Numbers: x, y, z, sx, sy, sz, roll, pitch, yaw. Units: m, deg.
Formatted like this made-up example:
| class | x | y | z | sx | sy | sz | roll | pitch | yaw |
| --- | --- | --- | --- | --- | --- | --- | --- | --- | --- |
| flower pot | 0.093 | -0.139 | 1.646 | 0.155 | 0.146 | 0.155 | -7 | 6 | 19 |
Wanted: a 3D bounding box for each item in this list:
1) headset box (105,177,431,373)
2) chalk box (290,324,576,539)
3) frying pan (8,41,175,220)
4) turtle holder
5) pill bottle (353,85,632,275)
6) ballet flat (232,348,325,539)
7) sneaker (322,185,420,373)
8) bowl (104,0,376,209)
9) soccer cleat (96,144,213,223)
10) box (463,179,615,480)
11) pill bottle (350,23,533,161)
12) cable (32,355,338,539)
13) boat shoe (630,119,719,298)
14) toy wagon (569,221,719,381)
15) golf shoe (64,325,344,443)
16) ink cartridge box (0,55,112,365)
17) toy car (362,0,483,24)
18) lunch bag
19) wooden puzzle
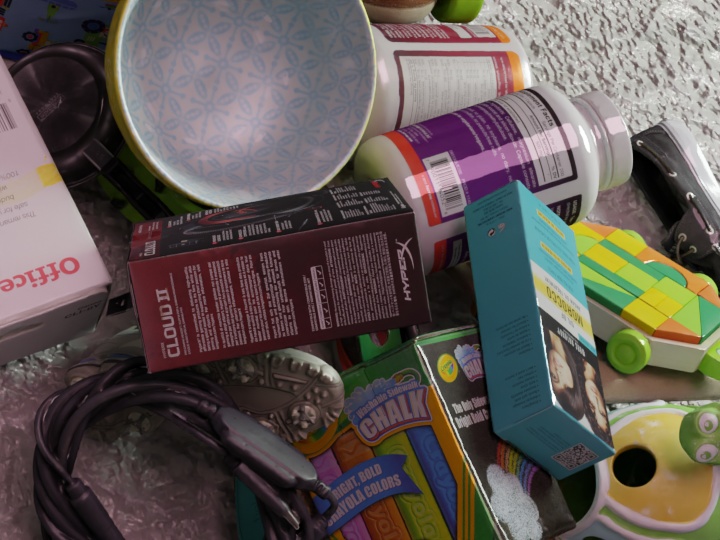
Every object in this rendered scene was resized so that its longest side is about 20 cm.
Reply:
| class | x | y | z | sx | sy | sz | roll | pitch | yaw |
| --- | --- | --- | --- | --- | --- | --- | --- | --- | --- |
| headset box | -0.065 | 0.001 | 1.139 | 0.200 | 0.149 | 0.075 | -10 | 102 | -4 |
| chalk box | 0.036 | 0.114 | 1.206 | 0.125 | 0.124 | 0.200 | -5 | 68 | -61 |
| frying pan | -0.206 | -0.082 | 1.263 | 0.115 | 0.031 | 0.190 | -24 | 69 | 4 |
| turtle holder | 0.214 | 0.162 | 1.275 | 0.132 | 0.185 | 0.141 | 10 | 85 | -27 |
| pill bottle | 0.102 | -0.073 | 1.357 | 0.200 | 0.112 | 0.113 | -18 | 70 | -16 |
| ballet flat | -0.059 | 0.117 | 1.244 | 0.065 | 0.070 | 0.200 | 29 | 49 | -46 |
| sneaker | 0.000 | 0.000 | 1.326 | 0.077 | 0.082 | 0.200 | -18 | 71 | -35 |
| bowl | -0.099 | -0.142 | 1.254 | 0.200 | 0.108 | 0.201 | -2 | 93 | -27 |
| soccer cleat | -0.118 | -0.050 | 1.303 | 0.200 | 0.068 | 0.081 | 38 | 27 | 13 |
| box | 0.123 | 0.039 | 1.238 | 0.082 | 0.049 | 0.200 | 38 | 35 | -40 |
| pill bottle | 0.029 | -0.142 | 1.413 | 0.200 | 0.110 | 0.110 | -4 | 63 | -30 |
| cable | -0.125 | 0.149 | 1.133 | 0.200 | 0.163 | 0.051 | 34 | 15 | -5 |
| boat shoe | 0.284 | -0.038 | 1.520 | 0.066 | 0.070 | 0.200 | -19 | 73 | -17 |
| toy wagon | 0.225 | 0.030 | 1.355 | 0.200 | 0.040 | 0.155 | 33 | 31 | 19 |
| golf shoe | -0.097 | 0.061 | 1.187 | 0.200 | 0.078 | 0.097 | 2 | 34 | 22 |
| ink cartridge box | -0.275 | -0.034 | 1.182 | 0.145 | 0.083 | 0.200 | -21 | 72 | -24 |
| toy car | 0.017 | -0.313 | 1.433 | 0.164 | 0.200 | 0.158 | -2 | 31 | -24 |
| lunch bag | -0.189 | -0.211 | 1.310 | 0.200 | 0.151 | 0.094 | -3 | 62 | -30 |
| wooden puzzle | 0.170 | 0.042 | 1.388 | 0.185 | 0.046 | 0.200 | 0 | 36 | -32 |
